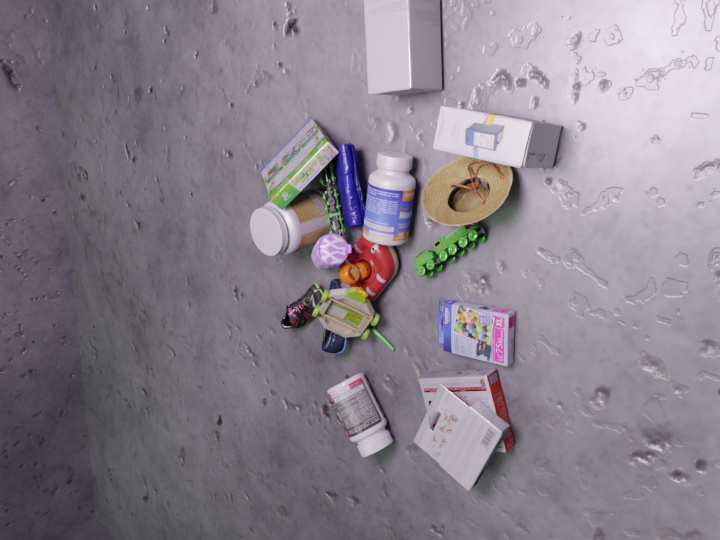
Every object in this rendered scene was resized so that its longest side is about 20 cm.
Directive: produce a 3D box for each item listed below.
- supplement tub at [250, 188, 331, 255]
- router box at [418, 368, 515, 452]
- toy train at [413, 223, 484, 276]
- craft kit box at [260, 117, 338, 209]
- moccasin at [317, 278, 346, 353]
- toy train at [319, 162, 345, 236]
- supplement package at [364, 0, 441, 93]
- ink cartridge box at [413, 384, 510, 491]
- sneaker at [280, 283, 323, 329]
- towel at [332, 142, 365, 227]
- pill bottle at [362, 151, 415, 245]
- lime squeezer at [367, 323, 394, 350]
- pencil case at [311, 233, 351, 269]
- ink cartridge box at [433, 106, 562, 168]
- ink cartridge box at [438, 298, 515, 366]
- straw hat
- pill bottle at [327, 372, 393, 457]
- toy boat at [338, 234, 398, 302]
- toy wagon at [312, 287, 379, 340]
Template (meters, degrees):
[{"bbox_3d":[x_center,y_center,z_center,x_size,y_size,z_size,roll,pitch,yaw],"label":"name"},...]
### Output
[{"bbox_3d":[-0.174,-0.125,1.504,0.144,0.199,0.146,18,118,36],"label":"supplement tub"},{"bbox_3d":[0.247,0.330,1.359,0.199,0.049,0.182,-12,94,43],"label":"router box"},{"bbox_3d":[0.197,-0.050,1.296,0.200,0.041,0.057,-38,58,37],"label":"toy train"},{"bbox_3d":[-0.158,-0.273,1.442,0.200,0.048,0.198,-43,31,11],"label":"craft kit box"},{"bbox_3d":[-0.073,0.123,1.551,0.080,0.067,0.203,-13,77,63],"label":"moccasin"},{"bbox_3d":[-0.072,-0.179,1.457,0.041,0.056,0.202,-10,98,4],"label":"toy train"},{"bbox_3d":[0.091,-0.482,1.218,0.119,0.121,0.203,7,106,40],"label":"supplement package"},{"bbox_3d":[0.228,0.379,1.326,0.173,0.043,0.202,37,125,29],"label":"ink cartridge box"},{"bbox_3d":[-0.165,0.113,1.647,0.077,0.083,0.200,52,130,17],"label":"sneaker"},{"bbox_3d":[-0.028,-0.210,1.431,0.148,0.049,0.203,-149,50,-78],"label":"towel"},{"bbox_3d":[0.070,-0.169,1.340,0.111,0.112,0.202,23,116,35],"label":"pill bottle"},{"bbox_3d":[0.007,0.154,1.536,0.199,0.038,0.071,18,113,37],"label":"lime squeezer"},{"bbox_3d":[-0.077,-0.046,1.455,0.200,0.084,0.085,169,92,-79],"label":"pencil case"},{"bbox_3d":[0.266,-0.259,1.114,0.199,0.145,0.088,25,114,36],"label":"ink cartridge box"},{"bbox_3d":[0.253,0.137,1.309,0.199,0.042,0.121,10,108,42],"label":"ink cartridge box"},{"bbox_3d":[0.233,-0.146,1.207,0.200,0.202,0.085,22,157,36],"label":"straw hat"},{"bbox_3d":[0.001,0.390,1.553,0.114,0.113,0.202,-35,77,42],"label":"pill bottle"},{"bbox_3d":[0.000,0.000,1.435,0.131,0.130,0.201,51,130,19],"label":"toy boat"},{"bbox_3d":[-0.028,0.098,1.444,0.154,0.040,0.201,26,135,-6],"label":"toy wagon"}]
